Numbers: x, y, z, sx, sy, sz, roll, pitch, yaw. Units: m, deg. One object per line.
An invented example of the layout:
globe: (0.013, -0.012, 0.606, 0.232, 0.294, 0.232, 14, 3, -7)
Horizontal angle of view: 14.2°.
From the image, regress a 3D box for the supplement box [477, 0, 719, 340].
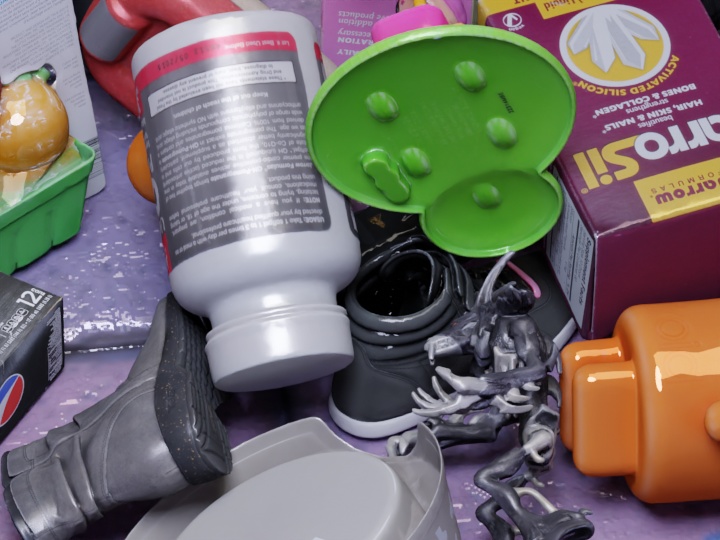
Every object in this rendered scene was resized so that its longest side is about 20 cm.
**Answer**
supplement box: (0.159, -0.077, 1.713, 0.131, 0.103, 0.200, -16, 54, -11)

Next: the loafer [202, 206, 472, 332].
loafer: (0.000, 0.000, 1.744, 0.200, 0.070, 0.068, -27, 48, -10)

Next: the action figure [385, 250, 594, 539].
action figure: (0.069, 0.086, 1.611, 0.102, 0.119, 0.200, -5, 59, -8)

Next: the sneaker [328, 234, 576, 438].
sneaker: (0.066, 0.016, 1.708, 0.200, 0.099, 0.071, -29, 51, -29)

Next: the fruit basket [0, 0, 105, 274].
fruit basket: (-0.241, -0.089, 1.732, 0.185, 0.200, 0.094, -35, 41, -30)

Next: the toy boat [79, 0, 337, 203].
toy boat: (-0.095, -0.089, 1.760, 0.200, 0.131, 0.131, 39, 54, -6)

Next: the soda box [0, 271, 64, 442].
soda box: (-0.250, 0.085, 1.651, 0.071, 0.063, 0.200, 22, 47, 19)

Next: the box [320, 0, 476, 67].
box: (0.029, -0.193, 1.843, 0.096, 0.200, 0.176, 4, 45, 3)

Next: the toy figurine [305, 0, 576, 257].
toy figurine: (0.044, -0.135, 1.652, 0.150, 0.200, 0.184, -19, 50, 14)

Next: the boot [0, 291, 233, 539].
boot: (-0.144, 0.084, 1.647, 0.131, 0.070, 0.200, -26, 18, 8)

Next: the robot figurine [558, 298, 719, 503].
robot figurine: (0.215, 0.073, 1.645, 0.199, 0.144, 0.117, -4, 69, -7)

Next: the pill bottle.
pill bottle: (-0.061, -0.038, 1.641, 0.110, 0.111, 0.201, -9, 76, -11)

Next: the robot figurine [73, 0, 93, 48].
robot figurine: (-0.157, -0.201, 1.901, 0.125, 0.150, 0.200, -45, 59, -9)

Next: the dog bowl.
dog bowl: (-0.036, 0.157, 1.536, 0.200, 0.059, 0.200, -22, 26, 12)

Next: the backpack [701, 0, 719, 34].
backpack: (0.198, -0.197, 1.903, 0.126, 0.167, 0.200, 14, 46, 39)
